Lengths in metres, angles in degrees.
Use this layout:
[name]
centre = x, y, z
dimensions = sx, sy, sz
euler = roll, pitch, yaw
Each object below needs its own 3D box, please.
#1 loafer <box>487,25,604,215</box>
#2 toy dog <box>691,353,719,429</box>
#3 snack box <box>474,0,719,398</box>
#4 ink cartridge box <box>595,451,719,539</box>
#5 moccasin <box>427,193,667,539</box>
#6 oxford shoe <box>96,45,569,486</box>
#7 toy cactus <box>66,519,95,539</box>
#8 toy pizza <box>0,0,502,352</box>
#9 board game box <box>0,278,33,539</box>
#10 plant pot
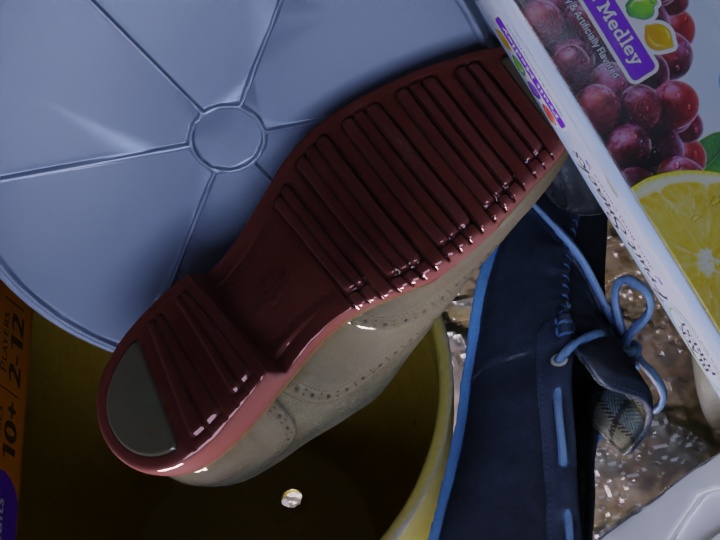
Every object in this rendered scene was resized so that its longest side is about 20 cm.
[loafer]
centre = 0.041, -0.107, 1.021
dimensions = 0.070, 0.068, 0.201
euler = -14, 116, 28
[toy dog]
centre = 0.159, -0.043, 1.045
dimensions = 0.131, 0.096, 0.201
euler = 9, 111, 7
[snack box]
centre = 0.149, -0.044, 0.932
dimensions = 0.142, 0.053, 0.201
euler = -32, 91, -9
[ink cartridge box]
centre = 0.195, 0.116, 1.075
dimensions = 0.199, 0.085, 0.146
euler = 12, 137, -46
[moccasin]
centre = 0.076, 0.052, 1.047
dimensions = 0.068, 0.201, 0.081
euler = -1, 151, 22
[oxford shoe]
centre = 0.000, 0.000, 0.994
dimensions = 0.200, 0.071, 0.075
euler = -38, 151, 11
[toy cactus]
centre = -0.123, 0.173, 1.229
dimensions = 0.164, 0.103, 0.201
euler = 12, 127, -16
[toy pizza]
centre = -0.046, -0.053, 1.002
dimensions = 0.199, 0.032, 0.201
euler = -2, 122, -3
[board game box]
centre = -0.246, 0.000, 1.006
dimensions = 0.199, 0.201, 0.200
euler = -8, 156, 21
[plant pot]
centre = -0.052, 0.084, 1.110
dimensions = 0.199, 0.201, 0.142
euler = -2, 148, 11
